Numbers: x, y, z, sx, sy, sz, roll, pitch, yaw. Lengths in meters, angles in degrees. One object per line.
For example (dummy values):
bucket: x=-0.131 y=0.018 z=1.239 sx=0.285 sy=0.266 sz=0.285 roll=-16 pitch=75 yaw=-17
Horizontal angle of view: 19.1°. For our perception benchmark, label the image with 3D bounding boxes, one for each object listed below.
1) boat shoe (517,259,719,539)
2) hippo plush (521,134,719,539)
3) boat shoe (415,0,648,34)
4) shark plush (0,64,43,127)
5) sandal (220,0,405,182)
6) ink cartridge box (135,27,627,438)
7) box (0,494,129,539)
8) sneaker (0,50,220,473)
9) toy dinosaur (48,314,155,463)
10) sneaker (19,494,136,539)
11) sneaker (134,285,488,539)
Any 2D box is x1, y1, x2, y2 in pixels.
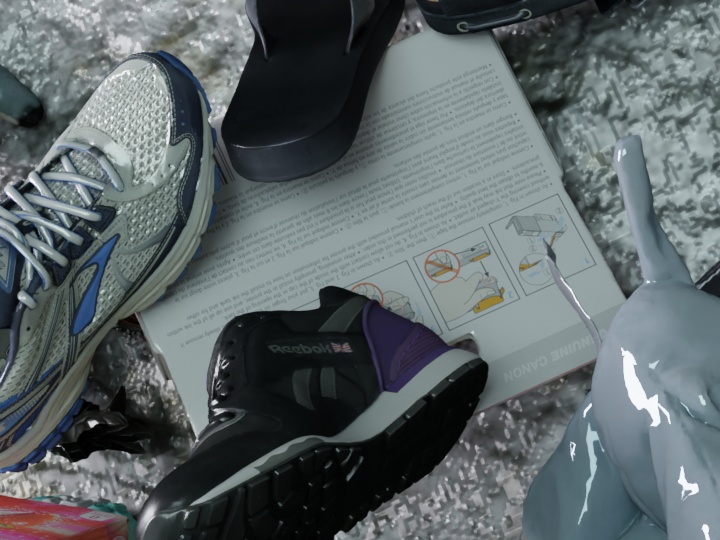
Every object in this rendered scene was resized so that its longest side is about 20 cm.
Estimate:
boat shoe: x=0.127 y=0.058 z=0.889 sx=0.201 sy=0.067 sz=0.072 roll=-60 pitch=33 yaw=17
hippo plush: x=0.160 y=0.077 z=0.812 sx=0.160 sy=0.160 sz=0.201 roll=0 pitch=59 yaw=-22
boat shoe: x=0.111 y=-0.154 z=0.954 sx=0.198 sy=0.063 sz=0.075 roll=-16 pitch=44 yaw=-3
shark plush: x=-0.237 y=-0.120 z=1.080 sx=0.090 sy=0.083 sz=0.201 roll=-30 pitch=71 yaw=14
sandal: x=-0.021 y=-0.113 z=0.958 sx=0.075 sy=0.043 sz=0.201 roll=-12 pitch=34 yaw=10
ink cartridge box: x=0.000 y=0.000 z=0.947 sx=0.199 sy=0.045 sz=0.177 roll=-23 pitch=70 yaw=-7
box: x=-0.211 y=0.152 z=0.942 sx=0.199 sy=0.095 sz=0.104 roll=6 pitch=97 yaw=24
sneaker: x=-0.130 y=-0.003 z=0.895 sx=0.077 sy=0.085 sz=0.201 roll=32 pitch=98 yaw=28
toy dinosaur: x=-0.150 y=0.017 z=1.033 sx=0.199 sy=0.102 sz=0.137 roll=-31 pitch=54 yaw=33
sneaker: x=-0.186 y=0.162 z=1.022 sx=0.199 sy=0.077 sz=0.092 roll=-16 pitch=83 yaw=26
sneaker: x=-0.038 y=0.062 z=0.827 sx=0.087 sy=0.200 sz=0.076 roll=35 pitch=120 yaw=20
